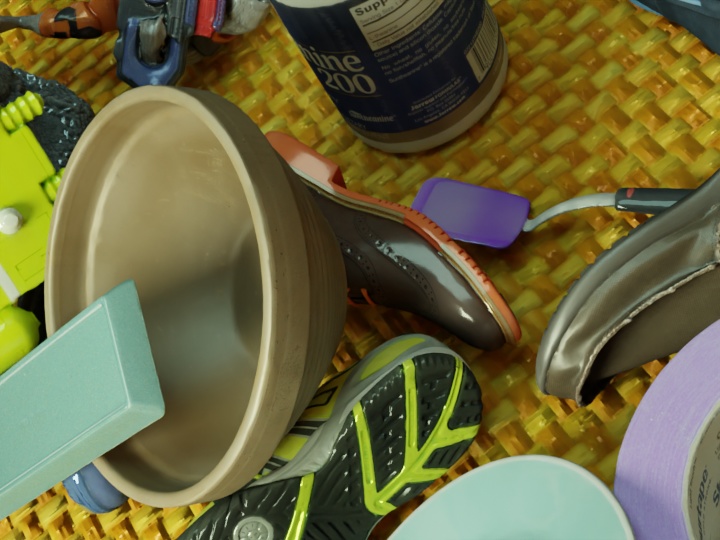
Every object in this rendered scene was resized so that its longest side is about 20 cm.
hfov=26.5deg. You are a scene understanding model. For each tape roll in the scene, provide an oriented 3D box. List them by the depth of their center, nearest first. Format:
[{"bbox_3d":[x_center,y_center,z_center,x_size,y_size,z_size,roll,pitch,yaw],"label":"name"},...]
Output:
[{"bbox_3d":[0.210,0.104,0.647,0.198,0.066,0.202,-15,52,19],"label":"tape roll"}]

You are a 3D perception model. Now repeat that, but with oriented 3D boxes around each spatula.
[{"bbox_3d":[0.122,-0.032,0.813,0.197,0.021,0.057,-1,33,24],"label":"spatula"}]

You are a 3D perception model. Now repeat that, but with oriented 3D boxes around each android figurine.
[{"bbox_3d":[-0.241,-0.020,0.821,0.199,0.184,0.041,-34,13,-19],"label":"android figurine"}]

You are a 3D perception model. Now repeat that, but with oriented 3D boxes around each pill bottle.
[{"bbox_3d":[0.003,-0.168,0.859,0.110,0.200,0.112,-14,51,18],"label":"pill bottle"}]

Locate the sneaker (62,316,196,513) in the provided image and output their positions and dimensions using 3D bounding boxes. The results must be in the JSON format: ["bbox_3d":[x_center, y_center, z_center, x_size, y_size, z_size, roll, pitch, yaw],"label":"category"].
[{"bbox_3d":[-0.111,0.039,0.857,0.087,0.075,0.202,-4,56,25],"label":"sneaker"}]

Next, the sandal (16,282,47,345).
[{"bbox_3d":[-0.178,0.017,0.915,0.048,0.075,0.202,-12,50,47],"label":"sandal"}]

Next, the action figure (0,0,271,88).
[{"bbox_3d":[-0.141,-0.215,1.018,0.191,0.105,0.203,18,97,10],"label":"action figure"}]

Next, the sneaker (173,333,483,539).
[{"bbox_3d":[-0.023,0.110,0.776,0.199,0.076,0.076,-38,17,2],"label":"sneaker"}]

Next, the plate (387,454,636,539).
[{"bbox_3d":[0.050,0.176,0.672,0.199,0.025,0.202,-37,33,29],"label":"plate"}]

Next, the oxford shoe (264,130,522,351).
[{"bbox_3d":[0.000,0.000,0.823,0.199,0.071,0.073,32,73,35],"label":"oxford shoe"}]

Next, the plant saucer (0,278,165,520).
[{"bbox_3d":[-0.166,0.074,0.796,0.199,0.019,0.071,-34,67,45],"label":"plant saucer"}]

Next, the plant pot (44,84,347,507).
[{"bbox_3d":[-0.071,0.011,0.766,0.199,0.092,0.204,3,94,49],"label":"plant pot"}]

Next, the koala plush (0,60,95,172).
[{"bbox_3d":[-0.263,-0.080,0.919,0.181,0.200,0.180,14,81,17],"label":"koala plush"}]

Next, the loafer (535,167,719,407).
[{"bbox_3d":[0.169,0.002,0.734,0.200,0.073,0.071,-41,68,6],"label":"loafer"}]

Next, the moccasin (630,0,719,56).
[{"bbox_3d":[0.193,-0.178,0.854,0.080,0.068,0.200,-41,48,-4],"label":"moccasin"}]
